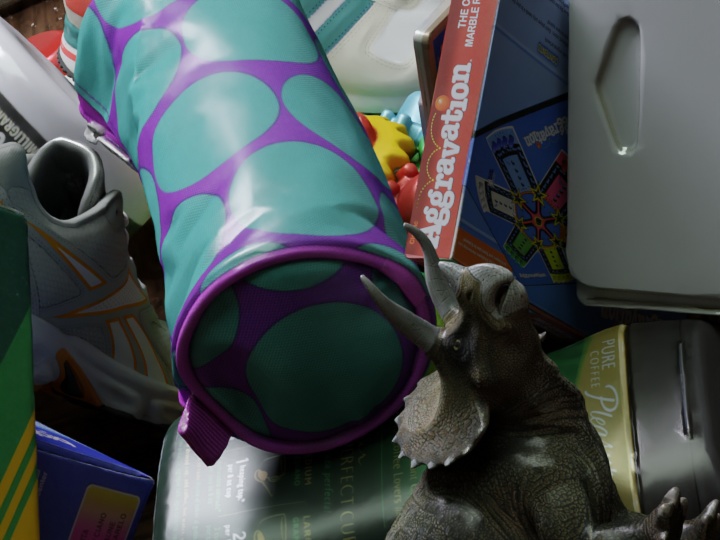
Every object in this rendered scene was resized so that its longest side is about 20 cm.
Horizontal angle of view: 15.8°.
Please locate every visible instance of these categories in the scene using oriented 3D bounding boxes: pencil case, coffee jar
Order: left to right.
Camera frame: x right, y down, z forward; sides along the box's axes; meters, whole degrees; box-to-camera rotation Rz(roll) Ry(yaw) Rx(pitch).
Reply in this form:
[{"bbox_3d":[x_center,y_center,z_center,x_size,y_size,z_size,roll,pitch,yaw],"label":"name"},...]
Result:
[{"bbox_3d":[-0.040,-0.027,0.874,0.092,0.085,0.200,-32,37,7],"label":"pencil case"},{"bbox_3d":[0.037,0.081,0.845,0.199,0.085,0.104,-12,42,13],"label":"coffee jar"}]

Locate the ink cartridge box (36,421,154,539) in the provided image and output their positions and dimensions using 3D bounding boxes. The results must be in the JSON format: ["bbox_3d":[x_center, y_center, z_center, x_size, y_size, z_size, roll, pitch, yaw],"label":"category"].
[{"bbox_3d":[-0.155,0.104,0.865,0.200,0.076,0.137,21,89,49],"label":"ink cartridge box"}]

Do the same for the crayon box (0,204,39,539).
[{"bbox_3d":[-0.155,0.087,0.782,0.127,0.051,0.201,-26,57,36],"label":"crayon box"}]

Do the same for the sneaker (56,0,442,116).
[{"bbox_3d":[-0.027,-0.119,1.055,0.199,0.094,0.070,3,30,4],"label":"sneaker"}]

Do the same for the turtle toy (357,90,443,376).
[{"bbox_3d":[0.000,0.000,0.984,0.145,0.101,0.200,-15,30,7],"label":"turtle toy"}]

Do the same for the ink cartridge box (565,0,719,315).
[{"bbox_3d":[0.152,-0.070,0.900,0.084,0.146,0.200,4,11,31],"label":"ink cartridge box"}]

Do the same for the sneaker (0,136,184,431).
[{"bbox_3d":[-0.103,0.003,0.962,0.076,0.200,0.092,17,86,24],"label":"sneaker"}]

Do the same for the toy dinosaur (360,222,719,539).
[{"bbox_3d":[0.042,0.094,0.764,0.102,0.201,0.077,17,12,22],"label":"toy dinosaur"}]

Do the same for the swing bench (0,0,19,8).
[{"bbox_3d":[-0.168,-0.196,1.326,0.199,0.130,0.200,-26,15,-12],"label":"swing bench"}]

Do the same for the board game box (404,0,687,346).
[{"bbox_3d":[0.073,-0.030,0.876,0.019,0.200,0.103,4,78,28],"label":"board game box"}]

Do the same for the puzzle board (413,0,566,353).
[{"bbox_3d":[0.066,-0.036,0.908,0.017,0.200,0.151,13,42,30],"label":"puzzle board"}]

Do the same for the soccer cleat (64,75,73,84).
[{"bbox_3d":[-0.096,-0.059,1.115,0.199,0.078,0.069,5,69,19],"label":"soccer cleat"}]

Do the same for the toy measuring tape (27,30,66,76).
[{"bbox_3d":[-0.161,-0.052,1.195,0.073,0.074,0.200,11,46,40],"label":"toy measuring tape"}]

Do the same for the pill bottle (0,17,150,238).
[{"bbox_3d":[-0.184,0.000,1.035,0.200,0.112,0.112,-45,33,1],"label":"pill bottle"}]
